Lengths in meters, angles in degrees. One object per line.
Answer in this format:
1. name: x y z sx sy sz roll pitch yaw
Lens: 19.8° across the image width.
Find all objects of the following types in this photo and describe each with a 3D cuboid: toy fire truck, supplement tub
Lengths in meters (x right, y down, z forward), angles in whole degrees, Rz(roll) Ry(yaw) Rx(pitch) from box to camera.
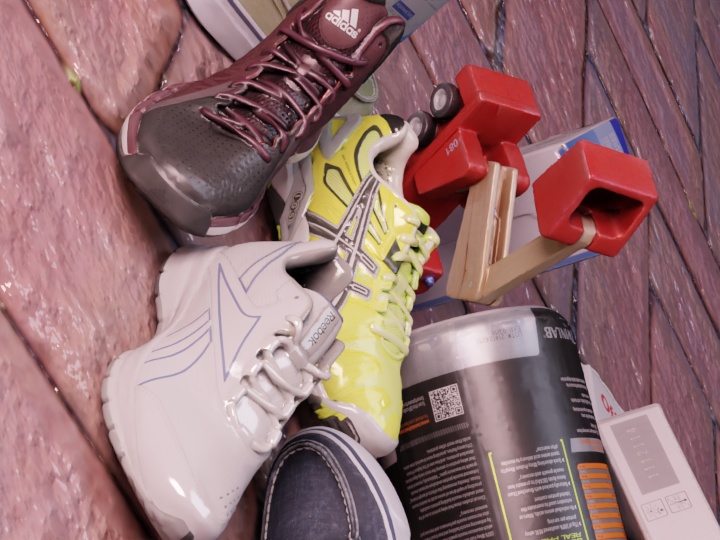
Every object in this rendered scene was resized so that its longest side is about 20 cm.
1. toy fire truck: 0.065 -0.032 1.126 0.049 0.200 0.141 14 45 -34
2. supplement tub: 0.079 0.130 1.135 0.123 0.122 0.200 22 52 -65

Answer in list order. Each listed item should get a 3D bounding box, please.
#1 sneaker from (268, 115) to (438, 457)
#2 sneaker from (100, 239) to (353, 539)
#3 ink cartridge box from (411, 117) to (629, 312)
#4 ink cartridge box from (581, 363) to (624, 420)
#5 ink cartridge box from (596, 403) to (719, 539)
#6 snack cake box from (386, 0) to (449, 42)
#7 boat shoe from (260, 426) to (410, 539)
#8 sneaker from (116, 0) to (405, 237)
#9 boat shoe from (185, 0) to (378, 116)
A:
1. sneaker: 0.000 0.000 1.085 0.075 0.076 0.200 40 36 -56
2. sneaker: -0.055 0.042 0.907 0.200 0.087 0.075 -79 147 -53
3. ink cartridge box: 0.103 -0.041 1.332 0.200 0.136 0.076 -33 105 -70
4. ink cartridge box: 0.142 0.182 1.310 0.145 0.087 0.200 53 28 -43
5. ink cartridge box: 0.189 0.204 1.157 0.176 0.045 0.200 77 -6 -48
6. snack cake box: -0.028 -0.228 1.134 0.200 0.067 0.115 52 9 14
7. boat shoe: -0.023 0.150 0.919 0.091 0.071 0.200 34 37 -50
8. sneaker: -0.040 -0.095 0.997 0.076 0.116 0.200 43 25 -3
9. boat shoe: -0.031 -0.133 1.166 0.200 0.062 0.072 36 40 -59
